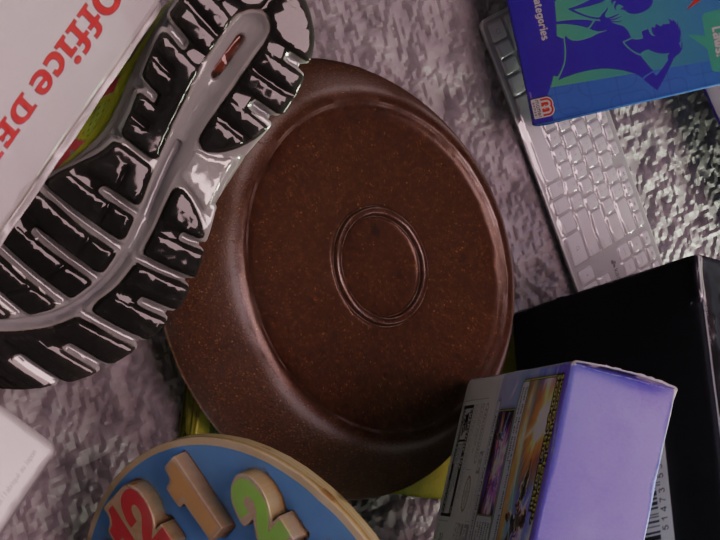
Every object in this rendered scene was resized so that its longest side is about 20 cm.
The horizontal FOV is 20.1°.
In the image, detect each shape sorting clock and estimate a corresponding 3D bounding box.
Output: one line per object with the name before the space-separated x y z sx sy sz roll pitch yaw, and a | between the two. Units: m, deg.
shape sorting clock | -0.043 0.161 0.781 0.039 0.200 0.201 -12 97 -43

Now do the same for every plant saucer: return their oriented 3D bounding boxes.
plant saucer | 0.000 0.000 0.900 0.200 0.034 0.201 9 75 -37

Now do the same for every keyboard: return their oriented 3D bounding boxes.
keyboard | 0.114 -0.042 1.020 0.056 0.011 0.200 -32 108 -33

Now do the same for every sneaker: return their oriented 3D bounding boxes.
sneaker | -0.093 -0.037 0.825 0.078 0.090 0.200 40 89 -17

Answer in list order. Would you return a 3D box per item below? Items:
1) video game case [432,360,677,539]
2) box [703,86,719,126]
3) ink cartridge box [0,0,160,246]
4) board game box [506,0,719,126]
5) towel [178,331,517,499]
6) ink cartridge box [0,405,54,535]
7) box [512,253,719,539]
video game case | 0.060 0.140 0.807 0.045 0.181 0.201 14 83 -7
box | 0.296 -0.089 1.031 0.184 0.200 0.105 62 35 -19
ink cartridge box | -0.192 -0.111 0.741 0.200 0.084 0.145 44 65 -28
board game box | 0.163 -0.162 0.944 0.045 0.200 0.152 -20 98 -74
towel | 0.004 0.059 0.934 0.200 0.018 0.086 11 87 -37
ink cartridge box | -0.238 0.075 0.744 0.200 0.050 0.162 38 67 -12
box | 0.182 0.116 0.963 0.200 0.117 0.197 15 65 -43
